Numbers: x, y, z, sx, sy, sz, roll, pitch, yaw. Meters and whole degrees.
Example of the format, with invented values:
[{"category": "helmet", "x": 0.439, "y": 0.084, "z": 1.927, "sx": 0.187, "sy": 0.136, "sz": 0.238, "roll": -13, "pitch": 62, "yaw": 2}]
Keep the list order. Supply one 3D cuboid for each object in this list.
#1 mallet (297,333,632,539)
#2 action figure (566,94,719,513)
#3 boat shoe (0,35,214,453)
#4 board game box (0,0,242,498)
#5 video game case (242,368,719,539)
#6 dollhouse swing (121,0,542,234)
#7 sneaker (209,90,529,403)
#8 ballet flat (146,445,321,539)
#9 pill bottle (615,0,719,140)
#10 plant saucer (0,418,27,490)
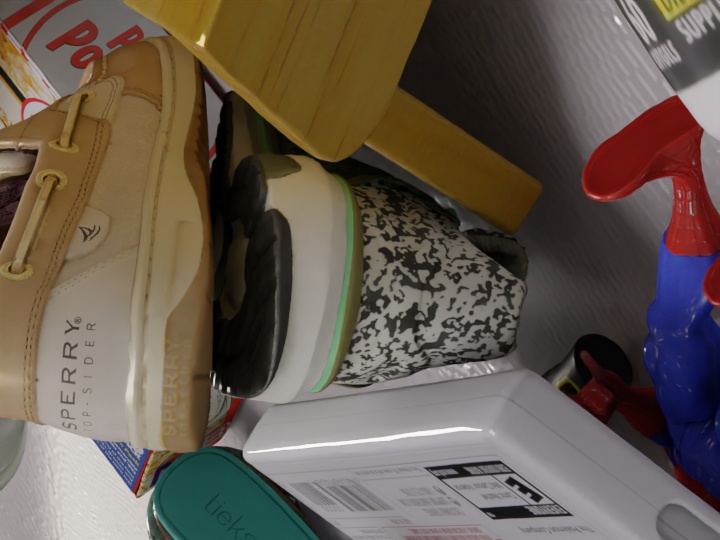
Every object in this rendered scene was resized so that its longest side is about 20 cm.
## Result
[{"category": "mallet", "x": 0.030, "y": 0.053, "z": 0.897, "sx": 0.066, "sy": 0.041, "sz": 0.200, "roll": 47, "pitch": 152, "yaw": 11}, {"category": "action figure", "x": 0.089, "y": 0.040, "z": 0.727, "sx": 0.065, "sy": 0.052, "sz": 0.200, "roll": 37, "pitch": 163, "yaw": 30}, {"category": "boat shoe", "x": -0.077, "y": -0.016, "z": 0.792, "sx": 0.200, "sy": 0.069, "sz": 0.074, "roll": -104, "pitch": 17, "yaw": -68}, {"category": "board game box", "x": -0.093, "y": -0.021, "z": 1.018, "sx": 0.152, "sy": 0.046, "sz": 0.200, "roll": 52, "pitch": 157, "yaw": 10}, {"category": "video game case", "x": 0.071, "y": 0.090, "z": 0.782, "sx": 0.182, "sy": 0.022, "sz": 0.200, "roll": 37, "pitch": 164, "yaw": -13}, {"category": "dollhouse swing", "x": -0.022, "y": -0.128, "z": 0.755, "sx": 0.200, "sy": 0.175, "sz": 0.182, "roll": 35, "pitch": 108, "yaw": 40}, {"category": "sneaker", "x": 0.000, "y": 0.000, "z": 0.822, "sx": 0.200, "sy": 0.088, "sz": 0.077, "roll": -117, "pitch": 38, "yaw": -76}, {"category": "ballet flat", "x": -0.001, "y": 0.140, "z": 1.039, "sx": 0.200, "sy": 0.074, "sz": 0.074, "roll": 49, "pitch": 157, "yaw": 33}, {"category": "pill bottle", "x": 0.053, "y": -0.133, "z": 0.501, "sx": 0.200, "sy": 0.114, "sz": 0.114, "roll": 56, "pitch": 157, "yaw": 0}, {"category": "plant saucer", "x": -0.183, "y": -0.006, "z": 1.130, "sx": 0.200, "sy": 0.050, "sz": 0.200, "roll": 49, "pitch": -161, "yaw": -23}]
